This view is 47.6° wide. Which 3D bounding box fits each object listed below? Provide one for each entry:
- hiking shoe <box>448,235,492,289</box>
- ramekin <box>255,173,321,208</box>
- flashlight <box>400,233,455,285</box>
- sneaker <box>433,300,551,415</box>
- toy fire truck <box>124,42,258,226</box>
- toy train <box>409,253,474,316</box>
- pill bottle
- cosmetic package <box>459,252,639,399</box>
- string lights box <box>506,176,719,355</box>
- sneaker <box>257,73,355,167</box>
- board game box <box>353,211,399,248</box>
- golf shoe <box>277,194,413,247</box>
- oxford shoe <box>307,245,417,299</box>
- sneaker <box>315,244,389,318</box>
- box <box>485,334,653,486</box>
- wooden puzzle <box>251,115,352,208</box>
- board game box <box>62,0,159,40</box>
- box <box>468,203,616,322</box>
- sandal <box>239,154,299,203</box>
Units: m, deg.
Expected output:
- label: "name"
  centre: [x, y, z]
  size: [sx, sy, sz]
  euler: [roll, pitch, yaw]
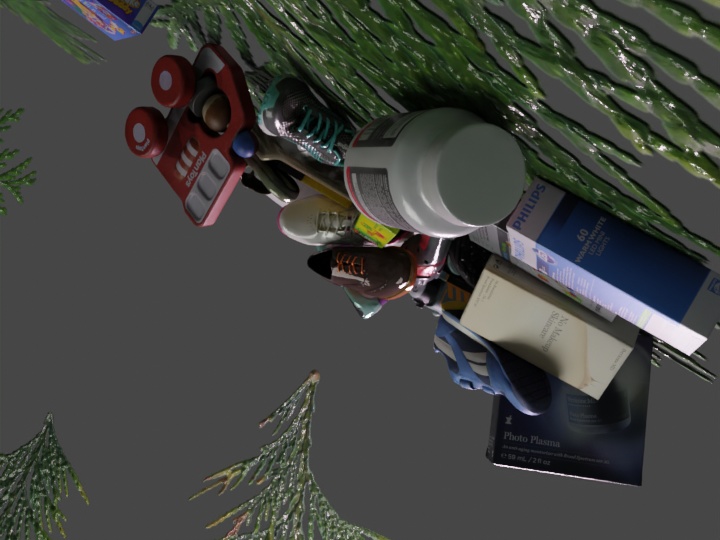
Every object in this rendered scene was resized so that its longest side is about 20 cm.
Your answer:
- label: "hiking shoe"
  centre: [0.195, 0.013, 1.152]
  size: [0.199, 0.076, 0.101]
  euler: [33, 173, -15]
- label: "ramekin"
  centre: [-0.080, -0.138, 1.368]
  size: [0.199, 0.098, 0.200]
  euler: [33, 176, 2]
- label: "flashlight"
  centre: [0.090, -0.048, 1.059]
  size: [0.067, 0.069, 0.200]
  euler: [5, 155, -1]
- label: "sneaker"
  centre: [0.169, 0.126, 1.069]
  size: [0.073, 0.083, 0.200]
  euler: [-2, -144, -40]
- label: "toy fire truck"
  centre: [-0.202, -0.180, 1.070]
  size: [0.168, 0.201, 0.112]
  euler: [49, -149, 19]
- label: "toy train"
  centre: [0.165, 0.032, 1.242]
  size: [0.199, 0.115, 0.085]
  euler: [26, 178, -26]
- label: "pill bottle"
  centre: [0.063, -0.088, 0.735]
  size: [0.110, 0.111, 0.200]
  euler: [34, 176, -20]
- label: "cosmetic package"
  centre: [0.237, 0.061, 1.024]
  size: [0.199, 0.073, 0.104]
  euler: [28, 131, 13]
- label: "string lights box"
  centre: [0.237, -0.002, 0.766]
  size: [0.199, 0.059, 0.103]
  euler: [32, 175, 18]
- label: "sneaker"
  centre: [-0.048, -0.170, 0.973]
  size: [0.091, 0.078, 0.200]
  euler: [27, -177, 23]
- label: "board game box"
  centre: [0.041, -0.088, 0.978]
  size: [0.047, 0.102, 0.200]
  euler: [33, 176, -1]
- label: "golf shoe"
  centre: [-0.017, -0.070, 1.150]
  size: [0.197, 0.076, 0.091]
  euler: [3, -179, -9]
- label: "oxford shoe"
  centre: [0.000, 0.000, 1.103]
  size: [0.072, 0.072, 0.199]
  euler: [7, 176, -35]
- label: "sneaker"
  centre: [0.020, -0.024, 1.259]
  size: [0.200, 0.139, 0.078]
  euler: [54, 176, 44]
- label: "box"
  centre: [0.285, 0.179, 1.132]
  size: [0.197, 0.201, 0.123]
  euler: [7, 171, 6]
- label: "wooden puzzle"
  centre: [-0.077, -0.148, 1.137]
  size: [0.199, 0.037, 0.185]
  euler: [22, -163, -33]
- label: "board game box"
  centre: [-0.361, -0.376, 1.108]
  size: [0.134, 0.045, 0.200]
  euler: [35, 175, -29]
- label: "box"
  centre: [0.210, -0.019, 0.919]
  size: [0.199, 0.041, 0.156]
  euler: [31, 176, 16]
- label: "sandal"
  centre: [-0.140, -0.132, 1.114]
  size: [0.079, 0.058, 0.201]
  euler: [30, -168, -27]
